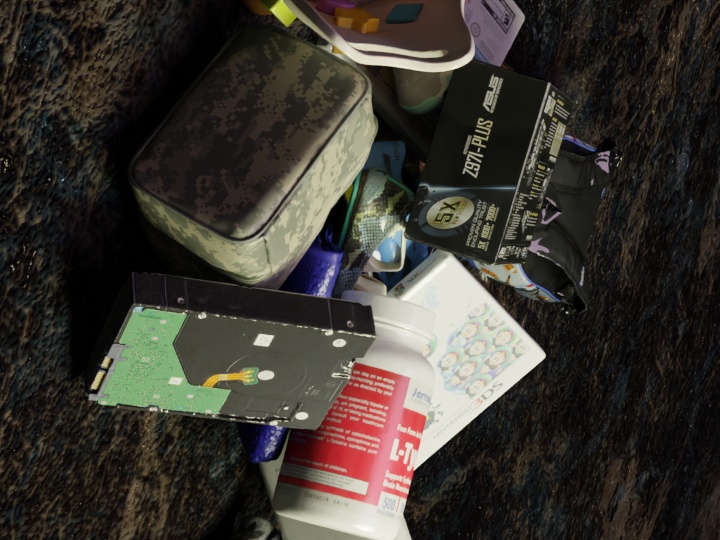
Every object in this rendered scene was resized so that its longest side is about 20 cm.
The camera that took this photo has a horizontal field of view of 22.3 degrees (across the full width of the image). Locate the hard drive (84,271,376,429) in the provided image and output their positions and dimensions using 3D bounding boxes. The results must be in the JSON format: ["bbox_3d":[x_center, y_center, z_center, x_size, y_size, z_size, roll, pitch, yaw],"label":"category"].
[{"bbox_3d":[-0.105,0.065,1.443,0.140,0.200,0.038,120,-31,-45],"label":"hard drive"}]

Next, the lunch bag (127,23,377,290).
[{"bbox_3d":[-0.083,-0.069,1.471,0.200,0.139,0.168,-55,159,-22],"label":"lunch bag"}]

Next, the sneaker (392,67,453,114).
[{"bbox_3d":[0.031,-0.245,1.575,0.140,0.078,0.200,17,80,-43],"label":"sneaker"}]

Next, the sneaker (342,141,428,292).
[{"bbox_3d":[0.042,-0.035,1.688,0.066,0.078,0.200,-102,171,-52],"label":"sneaker"}]

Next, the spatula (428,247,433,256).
[{"bbox_3d":[0.077,-0.020,1.829,0.200,0.021,0.057,-57,179,10],"label":"spatula"}]

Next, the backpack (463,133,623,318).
[{"bbox_3d":[0.173,-0.069,1.913,0.190,0.154,0.200,30,73,-68],"label":"backpack"}]

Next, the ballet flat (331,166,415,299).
[{"bbox_3d":[0.000,0.000,1.627,0.074,0.074,0.200,-36,156,-47],"label":"ballet flat"}]

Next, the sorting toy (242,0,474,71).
[{"bbox_3d":[0.002,-0.208,1.431,0.200,0.180,0.107,4,120,-26],"label":"sorting toy"}]

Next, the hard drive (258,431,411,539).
[{"bbox_3d":[-0.022,0.219,1.657,0.026,0.132,0.200,-2,68,-50],"label":"hard drive"}]

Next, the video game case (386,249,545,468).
[{"bbox_3d":[0.060,0.089,1.725,0.182,0.024,0.200,-41,135,5],"label":"video game case"}]

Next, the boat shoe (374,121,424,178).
[{"bbox_3d":[0.049,-0.102,1.764,0.200,0.063,0.073,-12,117,-58],"label":"boat shoe"}]

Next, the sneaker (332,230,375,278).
[{"bbox_3d":[-0.005,0.031,1.758,0.116,0.075,0.200,-55,151,-53],"label":"sneaker"}]

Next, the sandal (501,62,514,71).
[{"bbox_3d":[0.115,-0.117,1.768,0.054,0.080,0.200,17,69,-29],"label":"sandal"}]

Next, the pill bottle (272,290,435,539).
[{"bbox_3d":[0.000,0.124,1.570,0.112,0.112,0.200,30,73,-61],"label":"pill bottle"}]

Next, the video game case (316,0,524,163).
[{"bbox_3d":[0.060,-0.221,1.684,0.200,0.024,0.182,44,68,-42],"label":"video game case"}]

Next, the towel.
[{"bbox_3d":[-0.069,0.054,1.591,0.148,0.049,0.200,-112,-142,-76],"label":"towel"}]

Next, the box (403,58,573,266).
[{"bbox_3d":[0.117,-0.093,1.626,0.200,0.086,0.164,-5,113,-77],"label":"box"}]

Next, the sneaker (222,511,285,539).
[{"bbox_3d":[-0.124,0.272,1.676,0.114,0.075,0.200,-64,157,-14],"label":"sneaker"}]
